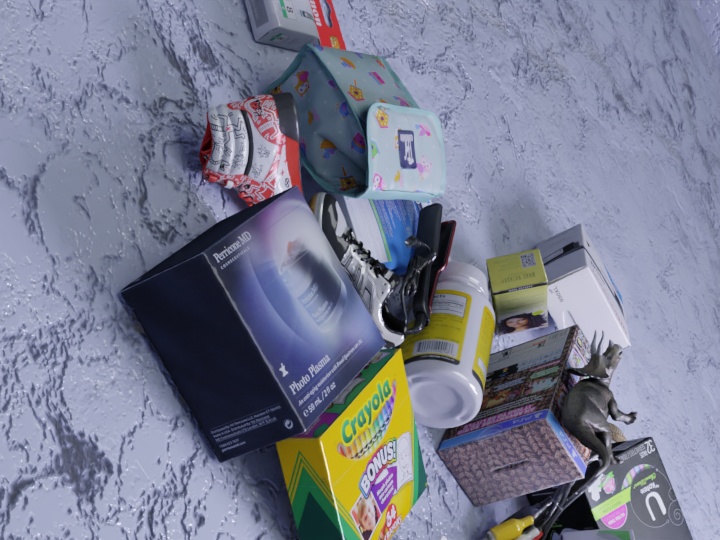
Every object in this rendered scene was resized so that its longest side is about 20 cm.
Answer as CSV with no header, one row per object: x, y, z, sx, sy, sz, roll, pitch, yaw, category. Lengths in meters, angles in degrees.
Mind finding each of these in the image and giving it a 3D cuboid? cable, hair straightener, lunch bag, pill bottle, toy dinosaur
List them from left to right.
0.005,-0.165,1.503,0.170,0.122,0.200,-2,52,-55,lunch bag
0.066,-0.006,1.512,0.077,0.041,0.200,48,47,-34,hair straightener
0.107,0.085,1.542,0.111,0.111,0.200,48,38,-27,pill bottle
0.236,0.308,1.556,0.097,0.200,0.050,56,-2,-35,cable
0.271,0.173,1.486,0.102,0.077,0.200,46,42,-12,toy dinosaur

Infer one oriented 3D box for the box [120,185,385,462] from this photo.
-0.101,0.049,1.257,0.199,0.123,0.200,60,33,-9,box

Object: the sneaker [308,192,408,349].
0.000,0.000,1.423,0.076,0.087,0.201,-63,139,-65,sneaker

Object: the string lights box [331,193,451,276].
0.028,-0.044,1.555,0.200,0.059,0.103,-6,76,-56,string lights box

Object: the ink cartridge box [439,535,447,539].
0.097,0.406,1.372,0.200,0.068,0.116,60,33,-13,ink cartridge box

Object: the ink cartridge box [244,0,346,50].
-0.078,-0.361,1.609,0.200,0.050,0.161,-1,72,-53,ink cartridge box

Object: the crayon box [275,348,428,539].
-0.003,0.201,1.314,0.200,0.058,0.173,-43,127,-55,crayon box

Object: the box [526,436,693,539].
0.338,0.344,1.665,0.148,0.124,0.201,-20,88,-33,box

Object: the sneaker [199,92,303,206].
-0.119,-0.096,1.374,0.067,0.108,0.202,-112,-164,-56,sneaker

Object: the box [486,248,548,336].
0.212,0.033,1.680,0.200,0.075,0.050,64,15,-68,box

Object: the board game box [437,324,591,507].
0.212,0.182,1.590,0.097,0.159,0.200,55,35,-18,board game box

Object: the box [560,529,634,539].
0.288,0.427,1.477,0.200,0.096,0.177,-60,145,-75,box

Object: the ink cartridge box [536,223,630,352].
0.330,0.035,1.872,0.145,0.084,0.200,59,17,-14,ink cartridge box

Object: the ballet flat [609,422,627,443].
0.359,0.301,1.806,0.065,0.070,0.201,56,27,-53,ballet flat
